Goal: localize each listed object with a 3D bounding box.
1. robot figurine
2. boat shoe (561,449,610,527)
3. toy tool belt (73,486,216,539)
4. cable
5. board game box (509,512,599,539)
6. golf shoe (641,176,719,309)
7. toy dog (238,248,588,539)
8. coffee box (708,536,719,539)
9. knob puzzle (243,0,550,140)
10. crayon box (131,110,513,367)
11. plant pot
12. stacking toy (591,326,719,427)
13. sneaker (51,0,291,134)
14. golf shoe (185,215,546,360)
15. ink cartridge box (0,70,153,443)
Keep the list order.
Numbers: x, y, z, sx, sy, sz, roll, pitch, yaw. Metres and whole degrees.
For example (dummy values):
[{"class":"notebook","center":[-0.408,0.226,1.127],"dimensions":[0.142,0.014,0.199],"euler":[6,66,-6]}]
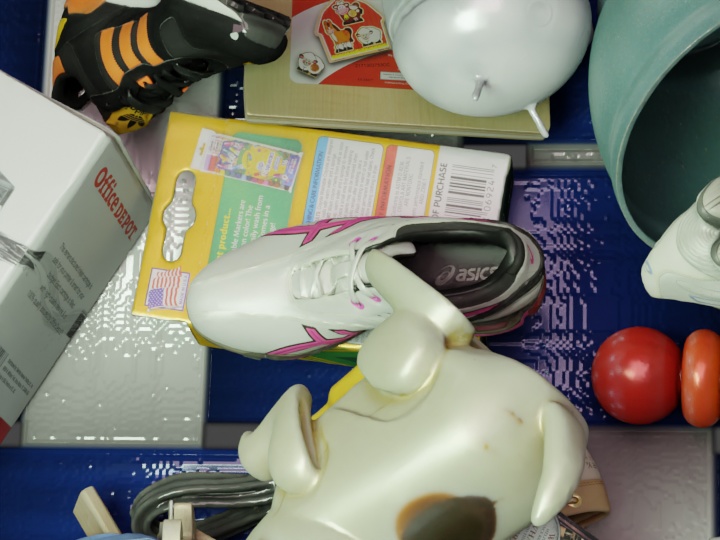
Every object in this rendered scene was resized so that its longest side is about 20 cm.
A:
[{"class":"robot figurine","center":[0.065,-0.171,1.483],"dimensions":[0.113,0.169,0.201],"euler":[-36,55,41]},{"class":"boat shoe","center":[0.046,0.155,1.444],"dimensions":[0.199,0.074,0.069],"euler":[-31,70,-5]},{"class":"toy tool belt","center":[-0.125,0.171,1.391],"dimensions":[0.124,0.200,0.124],"euler":[-3,83,-17]},{"class":"cable","center":[-0.030,0.110,1.481],"dimensions":[0.199,0.097,0.050],"euler":[-25,41,18]},{"class":"board game box","center":[0.074,0.229,1.405],"dimensions":[0.135,0.035,0.201],"euler":[36,80,-21]},{"class":"golf shoe","center":[0.242,-0.008,1.456],"dimensions":[0.199,0.097,0.079],"euler":[9,63,-32]},{"class":"toy dog","center":[0.018,0.127,1.335],"dimensions":[0.200,0.140,0.194],"euler":[-49,45,-4]},{"class":"coffee box","center":[0.284,0.179,1.393],"dimensions":[0.199,0.114,0.080],"euler":[-6,74,5]},{"class":"knob puzzle","center":[0.021,-0.166,1.557],"dimensions":[0.218,0.030,0.221],"euler":[2,64,-4]},{"class":"crayon box","center":[-0.020,-0.014,1.511],"dimensions":[0.199,0.052,0.126],"euler":[8,75,7]},{"class":"plant pot","center":[0.208,-0.122,1.459],"dimensions":[0.199,0.201,0.135],"euler":[-24,48,-1]},{"class":"stacking toy","center":[0.226,0.063,1.456],"dimensions":[0.199,0.085,0.086],"euler":[0,74,13]},{"class":"sneaker","center":[-0.111,-0.117,1.504],"dimensions":[0.200,0.070,0.091],"euler":[16,90,52]},{"class":"golf shoe","center":[0.000,0.000,1.432],"dimensions":[0.199,0.092,0.073],"euler":[-8,74,5]},{"class":"ink cartridge box","center":[-0.210,0.006,1.476],"dimensions":[0.084,0.144,0.200],"euler":[31,79,13]}]
